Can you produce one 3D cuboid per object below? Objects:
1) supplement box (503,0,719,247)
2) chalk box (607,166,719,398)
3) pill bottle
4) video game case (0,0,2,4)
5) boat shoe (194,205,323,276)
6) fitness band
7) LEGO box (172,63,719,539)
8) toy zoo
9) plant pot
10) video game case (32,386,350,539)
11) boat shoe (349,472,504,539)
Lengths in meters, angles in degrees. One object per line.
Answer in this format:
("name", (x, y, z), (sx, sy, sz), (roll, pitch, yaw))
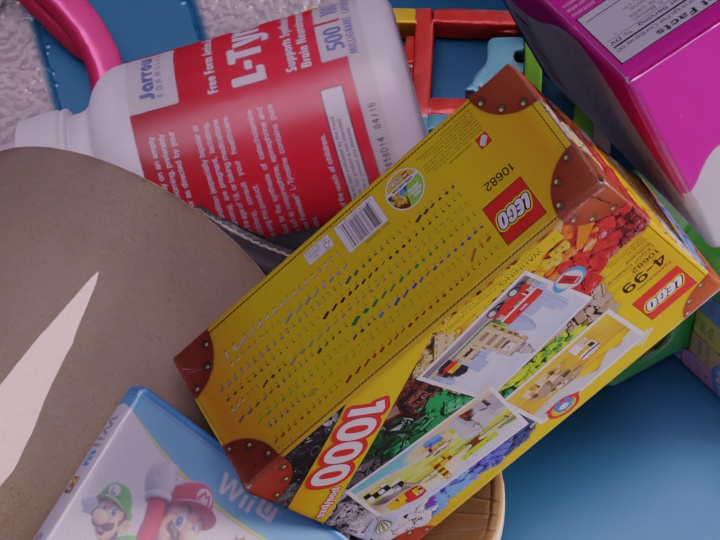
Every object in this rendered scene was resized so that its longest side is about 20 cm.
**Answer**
("supplement box", (0.143, -0.114, 0.986), (0.103, 0.101, 0.200), (-33, 34, 1))
("chalk box", (0.201, -0.010, 1.049), (0.200, 0.125, 0.124), (-42, 70, -12))
("pill bottle", (-0.067, -0.062, 1.076), (0.199, 0.112, 0.113), (-16, 66, 3))
("video game case", (-0.279, -0.199, 1.219), (0.181, 0.023, 0.201), (19, 70, 12))
("boat shoe", (0.000, 0.000, 1.044), (0.199, 0.072, 0.068), (19, 93, -25))
("fitness band", (-0.217, -0.116, 1.141), (0.200, 0.037, 0.144), (41, 65, -3))
("LEGO box", (0.041, 0.023, 0.939), (0.200, 0.149, 0.077), (-41, 58, 12))
("toy zoo", (0.035, -0.080, 1.145), (0.198, 0.020, 0.132), (2, 68, 5))
("plant pot", (-0.155, 0.079, 0.978), (0.186, 0.188, 0.201), (23, 57, 13))
("video game case", (-0.095, 0.172, 0.912), (0.143, 0.018, 0.201), (39, 71, -21))
("boat shoe", (0.029, 0.168, 1.015), (0.073, 0.069, 0.201), (5, 46, 13))
